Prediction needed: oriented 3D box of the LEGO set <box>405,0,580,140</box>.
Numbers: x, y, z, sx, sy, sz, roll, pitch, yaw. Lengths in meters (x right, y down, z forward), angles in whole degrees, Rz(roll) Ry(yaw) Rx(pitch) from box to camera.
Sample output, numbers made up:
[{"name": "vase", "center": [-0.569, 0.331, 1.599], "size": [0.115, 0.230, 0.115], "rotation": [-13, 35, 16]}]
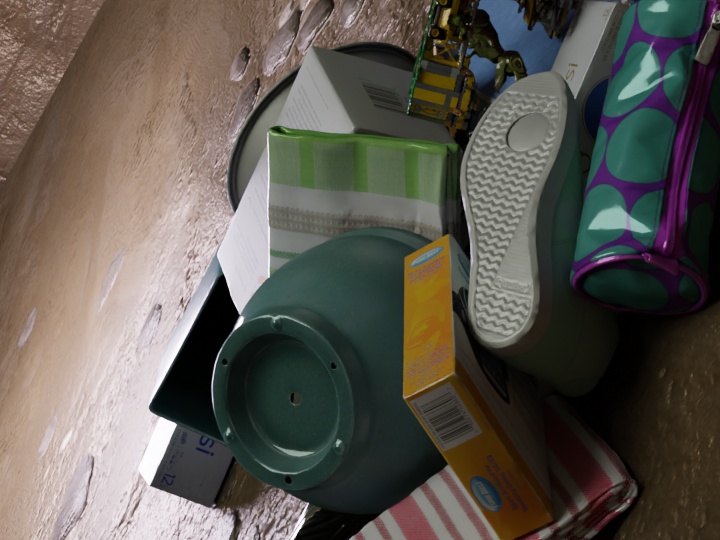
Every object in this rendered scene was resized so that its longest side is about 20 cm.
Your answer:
[{"name": "LEGO set", "center": [0.103, -0.163, 1.396], "size": [0.200, 0.115, 0.155], "rotation": [-85, 9, -86]}]

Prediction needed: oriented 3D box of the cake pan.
[{"name": "cake pan", "center": [-0.014, -0.093, 1.618], "size": [0.037, 0.200, 0.201], "rotation": [50, 119, 39]}]

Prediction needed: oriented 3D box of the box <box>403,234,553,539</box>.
[{"name": "box", "center": [0.071, 0.064, 1.228], "size": [0.041, 0.119, 0.200], "rotation": [-28, 23, 13]}]

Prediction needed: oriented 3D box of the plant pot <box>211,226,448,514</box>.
[{"name": "plant pot", "center": [-0.016, 0.077, 1.343], "size": [0.199, 0.134, 0.202], "rotation": [6, 101, 34]}]

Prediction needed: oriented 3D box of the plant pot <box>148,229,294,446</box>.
[{"name": "plant pot", "center": [-0.089, 0.051, 1.728], "size": [0.142, 0.141, 0.200], "rotation": [-61, 13, 18]}]

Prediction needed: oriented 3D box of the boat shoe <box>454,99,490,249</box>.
[{"name": "boat shoe", "center": [0.073, -0.091, 1.544], "size": [0.200, 0.068, 0.074], "rotation": [-63, 20, 14]}]

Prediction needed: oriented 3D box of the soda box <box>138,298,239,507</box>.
[{"name": "soda box", "center": [-0.138, 0.117, 1.878], "size": [0.201, 0.068, 0.063], "rotation": [-67, 20, 2]}]

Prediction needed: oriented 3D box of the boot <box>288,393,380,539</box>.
[{"name": "boot", "center": [-0.025, 0.146, 1.540], "size": [0.182, 0.072, 0.200], "rotation": [-53, 26, 0]}]

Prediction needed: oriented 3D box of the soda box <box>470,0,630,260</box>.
[{"name": "soda box", "center": [0.148, -0.078, 1.329], "size": [0.201, 0.068, 0.064], "rotation": [-67, 19, 3]}]

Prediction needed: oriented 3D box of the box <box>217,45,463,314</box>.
[{"name": "box", "center": [-0.019, -0.048, 1.517], "size": [0.201, 0.097, 0.125], "rotation": [-63, 31, 27]}]

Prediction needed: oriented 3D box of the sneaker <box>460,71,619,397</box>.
[{"name": "sneaker", "center": [0.120, -0.019, 1.252], "size": [0.073, 0.118, 0.201], "rotation": [-10, 59, 32]}]

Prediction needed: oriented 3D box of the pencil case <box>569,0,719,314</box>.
[{"name": "pencil case", "center": [0.184, -0.073, 1.203], "size": [0.092, 0.085, 0.201], "rotation": [133, 153, -64]}]

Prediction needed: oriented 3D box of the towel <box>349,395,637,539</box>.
[{"name": "towel", "center": [0.071, 0.164, 1.227], "size": [0.200, 0.030, 0.146], "rotation": [-36, 23, 1]}]

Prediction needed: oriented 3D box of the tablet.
[{"name": "tablet", "center": [0.127, -0.183, 1.506], "size": [0.130, 0.014, 0.200], "rotation": [-49, 27, -1]}]

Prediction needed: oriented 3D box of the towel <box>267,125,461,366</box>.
[{"name": "towel", "center": [0.000, 0.000, 1.426], "size": [0.031, 0.148, 0.201], "rotation": [-49, -39, -63]}]
